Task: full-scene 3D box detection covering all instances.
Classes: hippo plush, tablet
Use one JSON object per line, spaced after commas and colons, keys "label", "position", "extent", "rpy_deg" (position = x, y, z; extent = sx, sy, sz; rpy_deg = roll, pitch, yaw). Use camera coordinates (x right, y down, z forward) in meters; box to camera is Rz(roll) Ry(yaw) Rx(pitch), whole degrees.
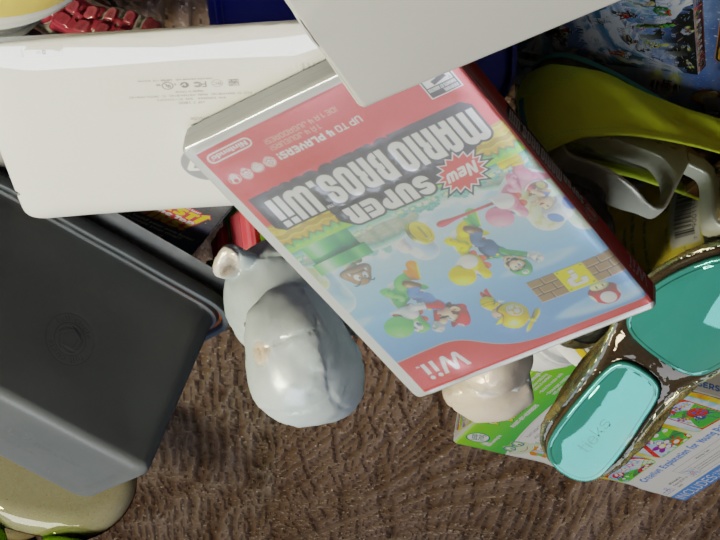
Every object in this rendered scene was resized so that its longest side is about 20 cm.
{"label": "hippo plush", "position": [0.000, 0.000, 1.136], "extent": [0.161, 0.200, 0.159], "rpy_deg": [-12, 141, -1]}
{"label": "tablet", "position": [-0.075, -0.069, 0.975], "extent": [0.200, 0.014, 0.130], "rpy_deg": [-3, 144, 5]}

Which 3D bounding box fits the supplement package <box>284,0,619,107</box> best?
{"label": "supplement package", "position": [0.056, -0.176, 0.822], "extent": [0.200, 0.120, 0.121], "rpy_deg": [-21, 146, 12]}

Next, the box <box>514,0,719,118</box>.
{"label": "box", "position": [0.149, -0.122, 1.061], "extent": [0.137, 0.040, 0.200], "rpy_deg": [6, 154, 8]}

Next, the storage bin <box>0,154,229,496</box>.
{"label": "storage bin", "position": [-0.197, 0.043, 1.239], "extent": [0.200, 0.134, 0.146], "rpy_deg": [32, 147, -24]}

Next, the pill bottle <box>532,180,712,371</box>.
{"label": "pill bottle", "position": [0.176, 0.001, 1.221], "extent": [0.200, 0.112, 0.112], "rpy_deg": [-16, 145, 42]}

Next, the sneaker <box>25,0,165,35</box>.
{"label": "sneaker", "position": [-0.136, -0.108, 1.078], "extent": [0.200, 0.081, 0.075], "rpy_deg": [43, -178, 22]}

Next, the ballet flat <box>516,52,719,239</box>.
{"label": "ballet flat", "position": [0.171, -0.053, 1.071], "extent": [0.200, 0.067, 0.067], "rpy_deg": [16, 152, -16]}

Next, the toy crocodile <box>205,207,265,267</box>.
{"label": "toy crocodile", "position": [-0.053, -0.024, 1.270], "extent": [0.062, 0.068, 0.200], "rpy_deg": [3, 153, -33]}

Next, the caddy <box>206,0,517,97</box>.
{"label": "caddy", "position": [0.006, -0.130, 1.019], "extent": [0.141, 0.105, 0.200], "rpy_deg": [22, 149, 15]}

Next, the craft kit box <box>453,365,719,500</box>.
{"label": "craft kit box", "position": [0.193, 0.101, 1.502], "extent": [0.197, 0.049, 0.200], "rpy_deg": [13, 154, -14]}

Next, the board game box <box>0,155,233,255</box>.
{"label": "board game box", "position": [-0.166, -0.058, 1.270], "extent": [0.200, 0.062, 0.200], "rpy_deg": [25, 149, -29]}

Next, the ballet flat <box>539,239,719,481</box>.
{"label": "ballet flat", "position": [0.167, 0.038, 1.125], "extent": [0.071, 0.071, 0.200], "rpy_deg": [20, 130, -21]}

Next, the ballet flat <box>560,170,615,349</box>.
{"label": "ballet flat", "position": [0.105, 0.005, 1.105], "extent": [0.066, 0.057, 0.200], "rpy_deg": [19, 163, 15]}

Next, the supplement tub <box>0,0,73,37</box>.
{"label": "supplement tub", "position": [-0.160, -0.193, 0.895], "extent": [0.145, 0.145, 0.200], "rpy_deg": [18, 153, -17]}

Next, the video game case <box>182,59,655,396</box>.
{"label": "video game case", "position": [0.031, -0.025, 0.980], "extent": [0.143, 0.017, 0.200], "rpy_deg": [-23, 128, 28]}

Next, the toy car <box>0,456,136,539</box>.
{"label": "toy car", "position": [-0.262, 0.177, 1.685], "extent": [0.158, 0.164, 0.200], "rpy_deg": [11, 164, -3]}
